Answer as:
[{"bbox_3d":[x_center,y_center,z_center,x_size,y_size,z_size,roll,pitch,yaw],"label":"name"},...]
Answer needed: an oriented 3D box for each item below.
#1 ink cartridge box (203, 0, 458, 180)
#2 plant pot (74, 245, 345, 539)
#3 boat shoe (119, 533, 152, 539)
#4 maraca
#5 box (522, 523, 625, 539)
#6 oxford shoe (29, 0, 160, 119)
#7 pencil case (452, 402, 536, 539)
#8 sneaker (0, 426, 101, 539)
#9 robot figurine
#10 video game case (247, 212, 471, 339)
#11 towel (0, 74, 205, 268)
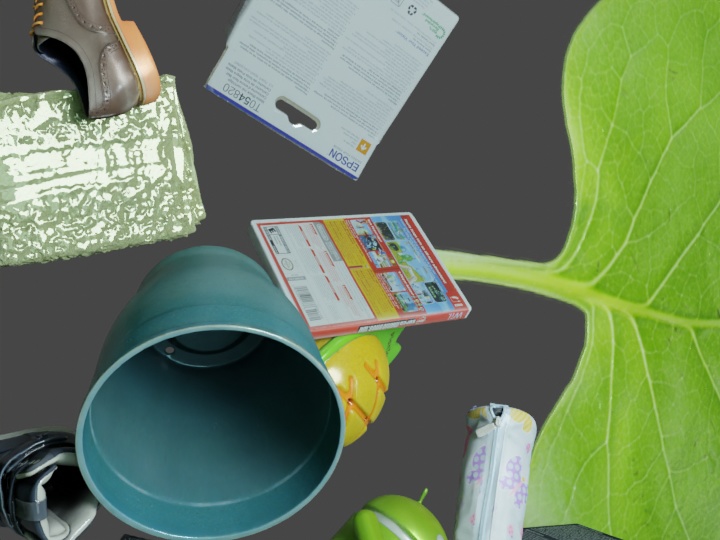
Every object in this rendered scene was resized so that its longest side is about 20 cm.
[{"bbox_3d":[-0.030,-0.223,0.849,0.198,0.041,0.201,29,101,-30],"label":"ink cartridge box"},{"bbox_3d":[-0.126,0.081,0.705,0.197,0.189,0.203,-6,120,-10],"label":"plant pot"},{"bbox_3d":[-0.151,0.315,0.782,0.199,0.071,0.092,31,79,-28],"label":"boat shoe"},{"bbox_3d":[-0.018,0.107,0.844,0.199,0.107,0.138,-33,150,-41],"label":"maraca"},{"bbox_3d":[0.224,0.393,1.009,0.197,0.107,0.151,7,87,-32],"label":"box"},{"bbox_3d":[-0.243,-0.219,0.694,0.072,0.071,0.202,-32,91,-30],"label":"oxford shoe"},{"bbox_3d":[0.145,0.250,0.931,0.082,0.091,0.203,11,61,3],"label":"pencil case"},{"bbox_3d":[-0.293,0.173,0.645,0.200,0.145,0.078,-12,99,-30],"label":"sneaker"},{"bbox_3d":[0.011,0.315,0.862,0.200,0.115,0.177,-42,139,-27],"label":"robot figurine"},{"bbox_3d":[0.000,0.000,0.850,0.197,0.018,0.144,-5,50,-32],"label":"video game case"},{"bbox_3d":[-0.236,-0.086,0.739,0.198,0.036,0.151,-16,101,-33],"label":"towel"}]
